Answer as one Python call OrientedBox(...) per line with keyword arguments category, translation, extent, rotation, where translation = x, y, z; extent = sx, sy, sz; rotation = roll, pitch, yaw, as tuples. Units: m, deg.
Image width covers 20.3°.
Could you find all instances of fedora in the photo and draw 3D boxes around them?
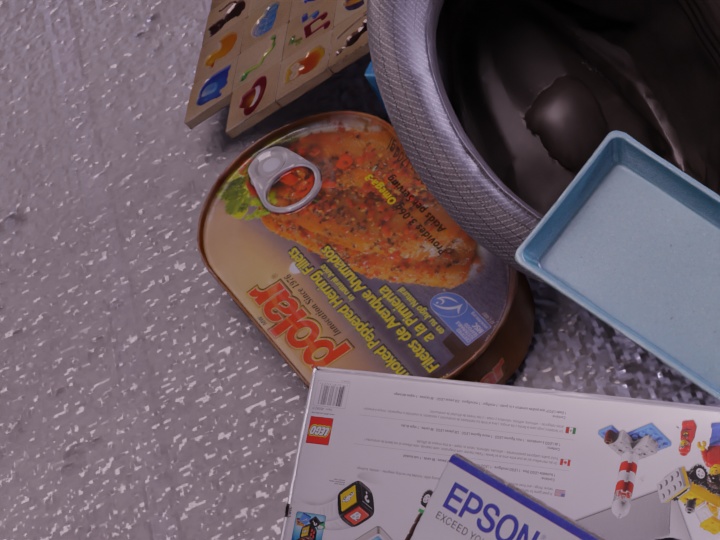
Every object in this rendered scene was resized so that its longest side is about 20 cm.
OrientedBox(category="fedora", translation=(0.090, -0.079, 0.862), extent=(0.177, 0.090, 0.200), rotation=(-40, 88, -15))

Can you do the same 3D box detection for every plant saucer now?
OrientedBox(category="plant saucer", translation=(0.158, 0.027, 0.768), extent=(0.200, 0.019, 0.070), rotation=(35, 76, 18))

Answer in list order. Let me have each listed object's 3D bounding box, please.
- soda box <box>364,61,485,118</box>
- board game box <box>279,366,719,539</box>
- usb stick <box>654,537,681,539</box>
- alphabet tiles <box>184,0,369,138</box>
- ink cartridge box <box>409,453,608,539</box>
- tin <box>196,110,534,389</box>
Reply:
OrientedBox(category="soda box", translation=(0.078, -0.147, 0.987), extent=(0.068, 0.064, 0.200), rotation=(6, 56, 33))
OrientedBox(category="board game box", translation=(0.060, 0.108, 0.765), extent=(0.199, 0.035, 0.127), rotation=(5, 78, 31))
OrientedBox(category="usb stick", translation=(0.052, 0.171, 0.643), extent=(0.200, 0.033, 0.055), rotation=(-50, 48, 9))
OrientedBox(category="alphabet tiles", translation=(-0.019, -0.153, 1.034), extent=(0.167, 0.008, 0.200), rotation=(-29, 33, 27))
OrientedBox(category="ink cartridge box", translation=(0.060, 0.192, 0.678), extent=(0.197, 0.047, 0.200), rotation=(28, 86, 43))
OrientedBox(category="tin", translation=(0.000, 0.000, 0.922), extent=(0.112, 0.042, 0.200), rotation=(-34, 44, -8))
